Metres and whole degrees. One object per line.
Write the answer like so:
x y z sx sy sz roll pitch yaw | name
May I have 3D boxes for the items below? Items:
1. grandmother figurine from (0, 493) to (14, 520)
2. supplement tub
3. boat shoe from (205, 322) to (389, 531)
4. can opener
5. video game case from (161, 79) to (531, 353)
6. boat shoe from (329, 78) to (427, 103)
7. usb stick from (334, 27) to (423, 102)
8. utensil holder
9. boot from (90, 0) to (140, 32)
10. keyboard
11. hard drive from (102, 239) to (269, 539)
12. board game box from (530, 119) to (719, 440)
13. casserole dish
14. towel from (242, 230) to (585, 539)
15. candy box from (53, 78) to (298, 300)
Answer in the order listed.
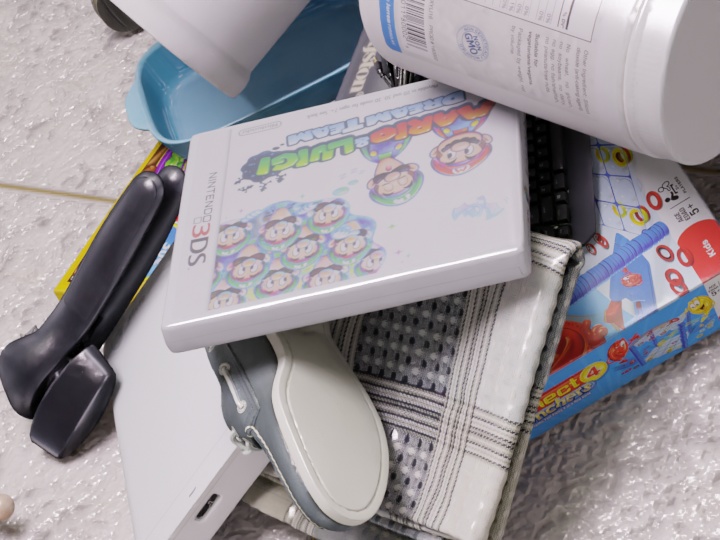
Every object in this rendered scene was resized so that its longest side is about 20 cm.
-0.262 0.174 1.441 0.121 0.061 0.200 -36 43 -18 | grandmother figurine
0.111 -0.145 1.270 0.199 0.132 0.132 22 63 31 | supplement tub
-0.041 0.072 1.294 0.062 0.073 0.200 -49 43 27 | boat shoe
-0.161 0.019 1.477 0.078 0.063 0.201 33 108 9 | can opener
-0.006 -0.038 1.304 0.199 0.024 0.182 -12 36 12 | video game case
0.032 -0.098 1.523 0.199 0.070 0.066 -30 48 2 | boat shoe
0.020 -0.136 1.495 0.055 0.033 0.201 3 62 35 | usb stick
-0.082 -0.241 1.520 0.200 0.170 0.170 -51 41 4 | utensil holder
-0.164 -0.278 1.832 0.181 0.073 0.200 -31 34 -2 | boot
0.068 -0.092 1.374 0.126 0.021 0.201 -11 59 15 | keyboard
-0.103 0.071 1.419 0.132 0.026 0.200 -53 33 28 | hard drive
0.094 -0.015 1.367 0.195 0.056 0.200 -31 56 3 | board game box
-0.062 -0.137 1.603 0.199 0.039 0.121 -25 42 3 | casserole dish
0.020 0.062 1.299 0.192 0.034 0.201 16 91 44 | towel
-0.113 -0.048 1.592 0.102 0.026 0.200 11 56 34 | candy box
